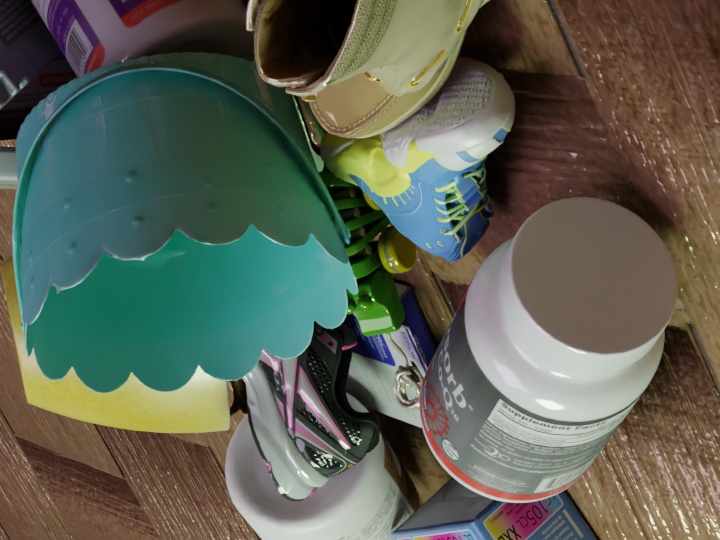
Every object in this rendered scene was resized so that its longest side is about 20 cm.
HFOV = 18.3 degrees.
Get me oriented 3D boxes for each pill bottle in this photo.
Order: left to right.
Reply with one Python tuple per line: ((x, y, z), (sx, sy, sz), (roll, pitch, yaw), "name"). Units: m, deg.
((-0.157, -0.193, 1.403), (0.201, 0.111, 0.112), (57, 159, 24), "pill bottle")
((-0.016, 0.173, 1.622), (0.114, 0.114, 0.200), (37, 167, 30), "pill bottle")
((0.107, 0.046, 1.272), (0.116, 0.116, 0.200), (46, 154, 13), "pill bottle")

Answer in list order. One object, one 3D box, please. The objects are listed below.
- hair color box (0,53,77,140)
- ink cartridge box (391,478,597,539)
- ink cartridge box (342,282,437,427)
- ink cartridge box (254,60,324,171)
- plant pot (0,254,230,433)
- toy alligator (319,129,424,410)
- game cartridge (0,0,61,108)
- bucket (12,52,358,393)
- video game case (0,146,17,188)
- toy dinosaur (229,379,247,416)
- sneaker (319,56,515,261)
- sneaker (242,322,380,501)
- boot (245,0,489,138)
((-0.262, -0.191, 1.520), (0.064, 0.110, 0.201), (-34, 71, 51), "hair color box")
((0.126, 0.236, 1.539), (0.201, 0.076, 0.136), (54, 155, -7), "ink cartridge box")
((0.004, 0.050, 1.548), (0.199, 0.039, 0.100), (19, 139, 53), "ink cartridge box")
((-0.102, -0.105, 1.502), (0.199, 0.059, 0.104), (26, 144, 45), "ink cartridge box")
((-0.185, 0.032, 1.636), (0.200, 0.141, 0.202), (169, 90, -82), "plant pot")
((0.000, 0.000, 1.415), (0.059, 0.054, 0.202), (-10, 99, 32), "toy alligator")
((-0.233, -0.196, 1.452), (0.041, 0.200, 0.133), (-27, 106, 34), "game cartridge")
((-0.112, -0.028, 1.344), (0.208, 0.205, 0.136), (108, 152, -61), "bucket")
((-0.226, -0.067, 1.490), (0.182, 0.199, 0.023), (2, 91, 60), "video game case")
((-0.083, 0.045, 1.658), (0.200, 0.060, 0.107), (-136, 34, -75), "toy dinosaur")
((0.055, -0.060, 1.292), (0.105, 0.076, 0.200), (47, 165, -16), "sneaker")
((-0.047, 0.047, 1.507), (0.201, 0.086, 0.080), (65, -169, -1), "sneaker")
((-0.005, -0.119, 1.144), (0.073, 0.155, 0.200), (54, 136, 8), "boot")
